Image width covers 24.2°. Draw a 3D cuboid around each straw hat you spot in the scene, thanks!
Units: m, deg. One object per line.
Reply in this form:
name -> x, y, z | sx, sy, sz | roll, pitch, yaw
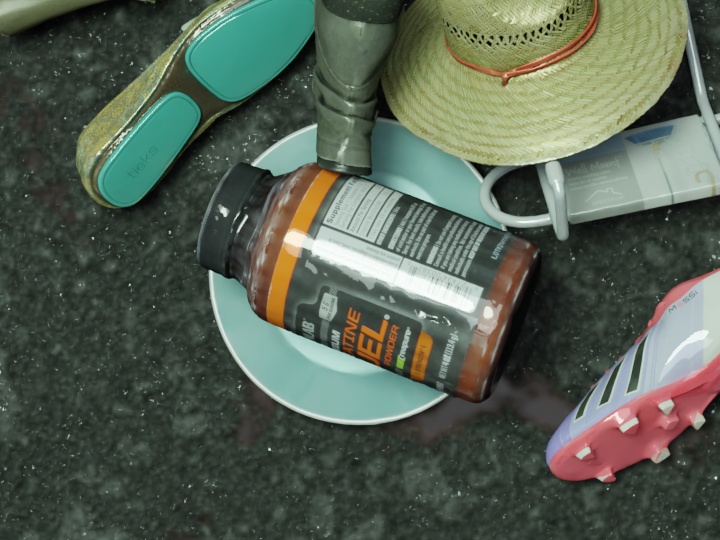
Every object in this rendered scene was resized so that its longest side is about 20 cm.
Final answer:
straw hat -> 0.093, -0.163, 1.022 | 0.200, 0.085, 0.202 | -12, 50, 14

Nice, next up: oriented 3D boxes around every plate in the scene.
plate -> 0.000, 0.000, 1.097 | 0.199, 0.026, 0.201 | -1, 85, 9

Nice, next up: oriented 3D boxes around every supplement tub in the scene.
supplement tub -> 0.003, 0.000, 1.031 | 0.199, 0.107, 0.107 | 21, 88, 10

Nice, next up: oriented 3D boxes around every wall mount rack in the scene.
wall mount rack -> 0.164, -0.104, 1.058 | 0.199, 0.075, 0.174 | -12, 46, 2

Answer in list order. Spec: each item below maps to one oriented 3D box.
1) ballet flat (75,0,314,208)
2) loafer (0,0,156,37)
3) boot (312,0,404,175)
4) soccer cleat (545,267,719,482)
ballet flat -> -0.113, -0.126, 1.110 | 0.200, 0.071, 0.071 | -45, 80, 2
loafer -> -0.223, -0.191, 1.132 | 0.199, 0.075, 0.070 | 5, 97, 14
boot -> -0.009, -0.148, 1.062 | 0.067, 0.200, 0.131 | 8, 119, -3
soccer cleat -> 0.193, 0.056, 1.051 | 0.200, 0.067, 0.077 | -38, 49, 9
